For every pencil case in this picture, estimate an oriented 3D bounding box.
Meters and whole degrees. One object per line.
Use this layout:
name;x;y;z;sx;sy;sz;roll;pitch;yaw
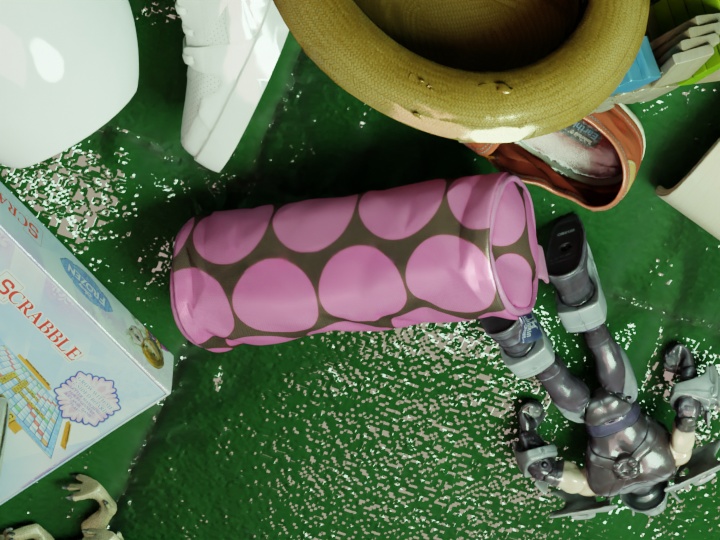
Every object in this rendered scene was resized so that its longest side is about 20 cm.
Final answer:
pencil case;0.000;0.000;1.505;0.199;0.094;0.091;-4;86;21

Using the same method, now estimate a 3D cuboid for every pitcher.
pitcher;-0.220;-0.146;1.413;0.171;0.121;0.201;-25;110;20

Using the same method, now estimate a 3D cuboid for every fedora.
fedora;0.042;-0.141;1.366;0.199;0.202;0.082;9;157;-6

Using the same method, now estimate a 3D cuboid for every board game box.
board game box;-0.244;0.046;1.576;0.199;0.041;0.200;-32;118;19

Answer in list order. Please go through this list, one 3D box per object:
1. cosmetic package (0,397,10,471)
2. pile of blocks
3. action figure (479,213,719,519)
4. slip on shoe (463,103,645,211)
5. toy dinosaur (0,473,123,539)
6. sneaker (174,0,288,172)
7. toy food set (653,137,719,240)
cosmetic package;-0.265;0.163;1.586;0.104;0.071;0.201;11;124;-7
pile of blocks;0.136;-0.122;1.429;0.199;0.082;0.063;-16;81;-16
action figure;0.138;0.070;1.584;0.129;0.070;0.201;-26;123;7
slip on shoe;0.068;-0.095;1.478;0.199;0.061;0.074;30;120;-16
toy dinosaur;-0.154;0.176;1.664;0.198;0.058;0.101;-2;138;10
sneaker;-0.087;-0.157;1.435;0.115;0.074;0.201;17;111;-9
toy food set;0.277;-0.071;1.504;0.143;0.060;0.200;35;114;-10
